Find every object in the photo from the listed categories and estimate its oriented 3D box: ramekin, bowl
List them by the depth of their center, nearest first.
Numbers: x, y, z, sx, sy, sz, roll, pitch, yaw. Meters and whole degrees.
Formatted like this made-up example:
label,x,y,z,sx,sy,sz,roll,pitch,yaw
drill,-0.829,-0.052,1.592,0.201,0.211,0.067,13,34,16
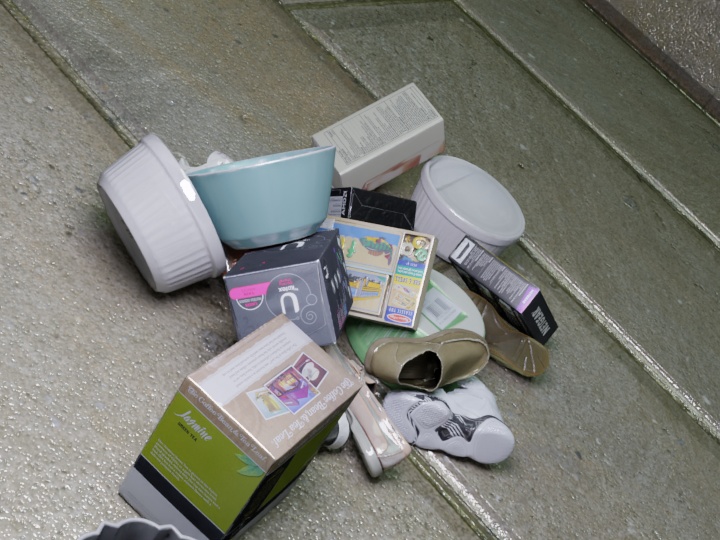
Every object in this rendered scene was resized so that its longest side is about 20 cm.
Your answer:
label,x,y,z,sx,sy,sz,roll,pitch,yaw
bowl,-0.118,-0.090,1.617,0.200,0.199,0.107,-23,104,-54
ramekin,-0.260,-0.064,1.628,0.094,0.203,0.203,-30,63,-14
ramekin,0.085,0.082,1.843,0.198,0.098,0.201,25,33,-17
ramekin,0.171,-0.093,2.149,0.200,0.095,0.204,25,34,-18

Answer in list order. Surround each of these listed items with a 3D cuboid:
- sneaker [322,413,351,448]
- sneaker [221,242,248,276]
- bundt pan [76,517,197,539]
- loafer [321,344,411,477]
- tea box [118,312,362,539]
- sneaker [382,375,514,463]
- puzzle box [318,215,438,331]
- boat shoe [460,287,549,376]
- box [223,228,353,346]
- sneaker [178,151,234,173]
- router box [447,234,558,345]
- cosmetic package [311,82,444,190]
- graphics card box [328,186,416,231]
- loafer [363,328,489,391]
label,x,y,z,sx,sy,sz,roll,pitch,yaw
sneaker,-0.096,0.145,1.614,0.090,0.067,0.201,-4,51,-52
sneaker,-0.168,-0.026,1.718,0.071,0.080,0.201,-31,85,-11
bundt pan,-0.211,0.345,1.231,0.200,0.076,0.203,24,33,-17
loafer,0.004,0.174,1.655,0.062,0.072,0.201,-22,56,-6
tea box,-0.130,0.186,1.405,0.133,0.198,0.200,41,31,10
sneaker,0.116,0.192,1.757,0.198,0.076,0.115,21,27,-17
puzzle box,0.000,0.000,1.772,0.197,0.135,0.025,11,-9,20
boat shoe,0.201,0.099,1.978,0.199,0.074,0.063,32,-14,1
box,-0.084,0.024,1.569,0.120,0.108,0.200,-10,12,7
sneaker,-0.175,-0.118,1.787,0.197,0.101,0.075,4,-7,8
router box,0.224,0.035,1.972,0.149,0.051,0.200,39,-4,24
cosmetic package,0.031,-0.209,2.087,0.198,0.088,0.104,-27,58,-12
graphics card box,-0.022,-0.089,1.902,0.124,0.199,0.052,11,84,-35
loafer,0.098,0.127,1.704,0.198,0.077,0.067,-5,30,-32
